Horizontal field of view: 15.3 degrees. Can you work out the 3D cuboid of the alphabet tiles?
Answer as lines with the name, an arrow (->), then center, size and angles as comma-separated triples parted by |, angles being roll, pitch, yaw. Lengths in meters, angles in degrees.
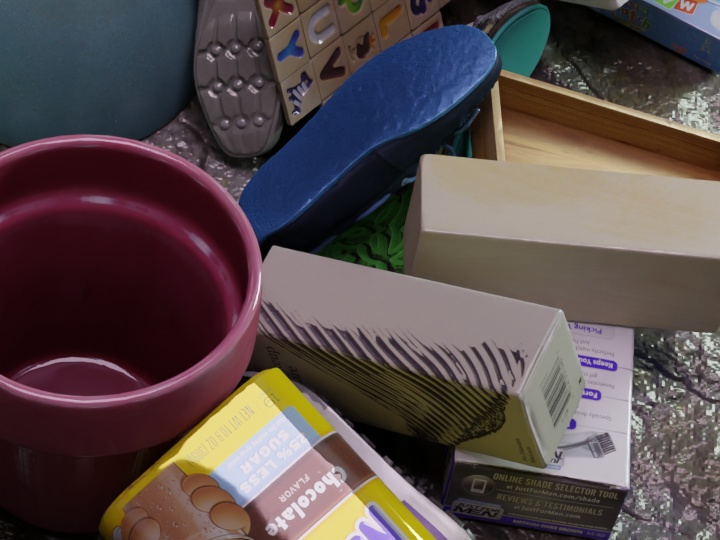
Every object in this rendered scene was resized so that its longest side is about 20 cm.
alphabet tiles -> 0.003, -0.189, 1.809 | 0.006, 0.167, 0.200 | 14, 41, 38

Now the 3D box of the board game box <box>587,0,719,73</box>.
board game box -> 0.245, -0.245, 1.972 | 0.151, 0.037, 0.200 | 28, 53, 15

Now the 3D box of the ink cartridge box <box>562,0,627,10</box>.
ink cartridge box -> 0.144, -0.307, 1.840 | 0.146, 0.201, 0.146 | -40, 35, -27

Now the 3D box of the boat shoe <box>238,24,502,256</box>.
boat shoe -> 0.007, -0.083, 1.729 | 0.200, 0.069, 0.084 | -34, 55, 2

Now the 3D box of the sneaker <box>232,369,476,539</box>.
sneaker -> -0.027, 0.140, 1.587 | 0.200, 0.076, 0.088 | 38, 61, 21

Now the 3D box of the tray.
tray -> 0.168, -0.063, 1.770 | 0.199, 0.037, 0.099 | 14, 48, -20

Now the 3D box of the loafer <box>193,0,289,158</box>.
loafer -> -0.077, -0.176, 1.801 | 0.070, 0.070, 0.201 | -2, 92, 15

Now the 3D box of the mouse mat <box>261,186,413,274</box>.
mouse mat -> 0.000, 0.000, 1.750 | 0.161, 0.008, 0.200 | 29, 51, 15

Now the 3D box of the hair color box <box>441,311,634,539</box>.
hair color box -> 0.113, 0.063, 1.675 | 0.109, 0.065, 0.201 | 10, 49, -3

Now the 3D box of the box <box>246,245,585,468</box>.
box -> 0.028, 0.051, 1.597 | 0.199, 0.082, 0.069 | 11, 56, 28

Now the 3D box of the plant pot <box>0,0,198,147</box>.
plant pot -> -0.199, -0.197, 1.799 | 0.199, 0.135, 0.201 | 5, 50, -6

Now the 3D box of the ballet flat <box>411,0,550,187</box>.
ballet flat -> 0.066, -0.127, 1.827 | 0.072, 0.072, 0.201 | 23, 47, 10

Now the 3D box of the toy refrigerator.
toy refrigerator -> 0.130, -0.018, 1.655 | 0.199, 0.076, 0.070 | 5, 51, -5

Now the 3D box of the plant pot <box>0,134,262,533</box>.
plant pot -> -0.162, 0.052, 1.567 | 0.199, 0.179, 0.201 | 5, 49, -5

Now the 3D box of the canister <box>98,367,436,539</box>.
canister -> -0.032, 0.173, 1.502 | 0.148, 0.087, 0.200 | -42, 79, -10
